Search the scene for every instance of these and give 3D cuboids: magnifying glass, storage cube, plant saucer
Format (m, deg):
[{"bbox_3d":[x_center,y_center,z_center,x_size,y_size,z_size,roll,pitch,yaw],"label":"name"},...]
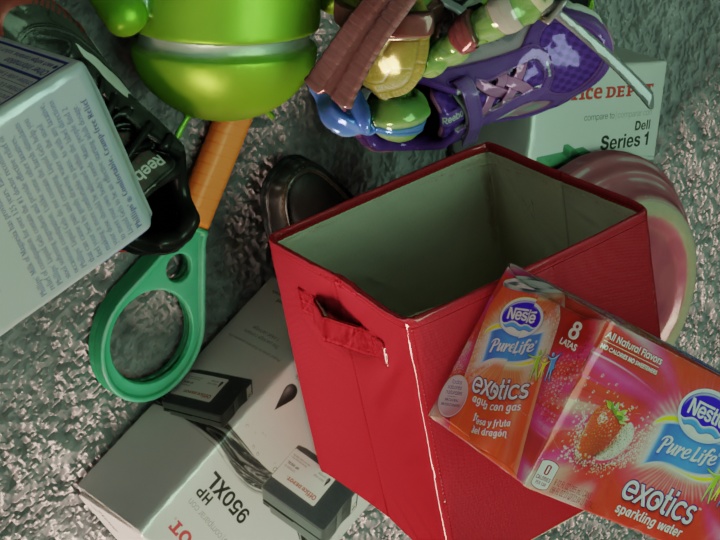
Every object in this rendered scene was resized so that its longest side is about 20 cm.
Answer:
[{"bbox_3d":[-0.117,-0.010,1.076,0.079,0.022,0.201,20,90,-43],"label":"magnifying glass"},{"bbox_3d":[0.072,0.049,1.033,0.199,0.171,0.181,-23,118,-24],"label":"storage cube"},{"bbox_3d":[0.178,0.014,1.210,0.200,0.051,0.202,-17,117,-36],"label":"plant saucer"}]

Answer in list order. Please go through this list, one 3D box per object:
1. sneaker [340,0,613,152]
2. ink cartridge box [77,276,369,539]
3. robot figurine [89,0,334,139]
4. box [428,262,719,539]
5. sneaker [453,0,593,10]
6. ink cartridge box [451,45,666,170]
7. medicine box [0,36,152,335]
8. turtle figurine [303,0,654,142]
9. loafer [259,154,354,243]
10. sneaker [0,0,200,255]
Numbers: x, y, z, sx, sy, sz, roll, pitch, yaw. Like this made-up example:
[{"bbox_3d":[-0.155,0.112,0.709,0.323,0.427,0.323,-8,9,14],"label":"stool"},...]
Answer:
[{"bbox_3d":[0.073,-0.120,1.098,0.199,0.089,0.081,-13,115,1],"label":"sneaker"},{"bbox_3d":[-0.070,0.130,1.124,0.200,0.084,0.145,-48,130,-18],"label":"ink cartridge box"},{"bbox_3d":[-0.081,-0.180,0.982,0.175,0.115,0.201,-14,114,-38],"label":"robot figurine"},{"bbox_3d":[0.151,0.086,0.932,0.199,0.095,0.100,26,93,-37],"label":"box"},{"bbox_3d":[0.103,-0.192,1.152,0.199,0.071,0.083,-15,98,-42],"label":"sneaker"},{"bbox_3d":[0.143,-0.066,1.241,0.145,0.084,0.201,-10,112,-39],"label":"ink cartridge box"},{"bbox_3d":[-0.244,-0.031,0.846,0.200,0.182,0.103,-38,126,-25],"label":"medicine box"},{"bbox_3d":[0.051,-0.184,0.969,0.199,0.144,0.195,-12,121,-6],"label":"turtle figurine"},{"bbox_3d":[0.000,0.000,1.147,0.073,0.072,0.200,-49,130,-16],"label":"loafer"},{"bbox_3d":[-0.154,-0.083,0.965,0.071,0.098,0.201,-43,127,-18],"label":"sneaker"}]
